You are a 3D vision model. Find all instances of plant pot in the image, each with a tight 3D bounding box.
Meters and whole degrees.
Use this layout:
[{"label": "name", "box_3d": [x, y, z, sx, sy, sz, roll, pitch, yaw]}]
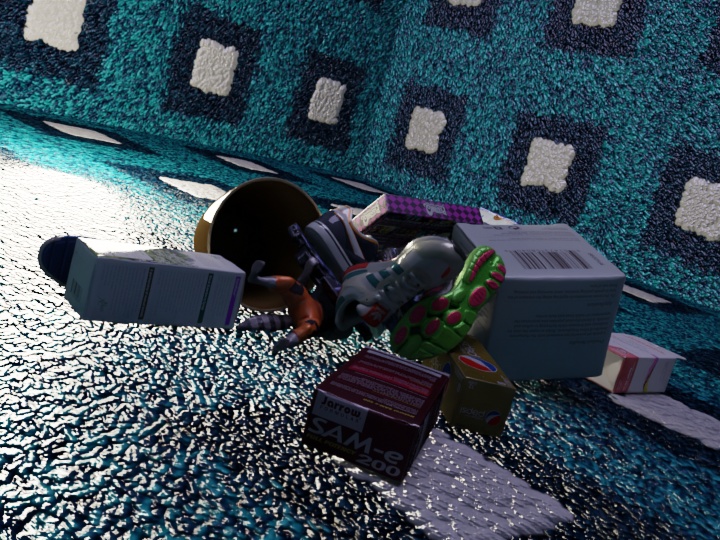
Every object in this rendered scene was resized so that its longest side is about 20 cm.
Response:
[{"label": "plant pot", "box_3d": [-0.177, -0.040, 1.218, 0.184, 0.189, 0.199, 10, -2, -31]}]

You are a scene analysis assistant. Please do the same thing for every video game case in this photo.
[{"label": "video game case", "box_3d": [0.064, -0.055, 1.276, 0.198, 0.036, 0.181, 4, -26, -37]}]

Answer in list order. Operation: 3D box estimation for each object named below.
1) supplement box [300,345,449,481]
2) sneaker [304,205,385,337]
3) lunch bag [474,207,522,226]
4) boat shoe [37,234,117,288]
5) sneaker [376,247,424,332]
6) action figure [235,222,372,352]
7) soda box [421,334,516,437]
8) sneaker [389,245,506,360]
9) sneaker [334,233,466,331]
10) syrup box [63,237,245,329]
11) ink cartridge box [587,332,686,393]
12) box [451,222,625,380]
[{"label": "supplement box", "box_3d": [0.023, 0.141, 0.842, 0.107, 0.062, 0.200, 18, 10, 13]}, {"label": "sneaker", "box_3d": [0.000, 0.000, 1.173, 0.079, 0.202, 0.078, -39, 25, -25]}, {"label": "lunch bag", "box_3d": [0.238, -0.008, 1.538, 0.122, 0.203, 0.170, 10, 13, -31]}, {"label": "boat shoe", "box_3d": [-0.327, -0.003, 1.042, 0.199, 0.073, 0.072, 20, 0, -45]}, {"label": "sneaker", "box_3d": [0.060, 0.052, 1.130, 0.077, 0.201, 0.076, -15, 38, 15]}, {"label": "action figure", "box_3d": [-0.084, 0.035, 1.097, 0.193, 0.105, 0.201, 10, 42, -58]}, {"label": "soda box", "box_3d": [0.131, 0.135, 1.025, 0.067, 0.065, 0.200, 14, 11, -9]}, {"label": "sneaker", "box_3d": [0.111, 0.049, 1.047, 0.077, 0.199, 0.084, 52, -28, -1]}, {"label": "sneaker", "box_3d": [0.044, 0.026, 0.994, 0.198, 0.094, 0.070, -19, -52, 41]}, {"label": "syrup box", "box_3d": [-0.248, 0.018, 0.994, 0.198, 0.083, 0.078, 8, 14, -39]}, {"label": "ink cartridge box", "box_3d": [0.457, 0.158, 1.395, 0.198, 0.068, 0.116, 6, 15, -38]}, {"label": "box", "box_3d": [0.248, 0.042, 1.210, 0.196, 0.174, 0.200, -1, 25, -14]}]
